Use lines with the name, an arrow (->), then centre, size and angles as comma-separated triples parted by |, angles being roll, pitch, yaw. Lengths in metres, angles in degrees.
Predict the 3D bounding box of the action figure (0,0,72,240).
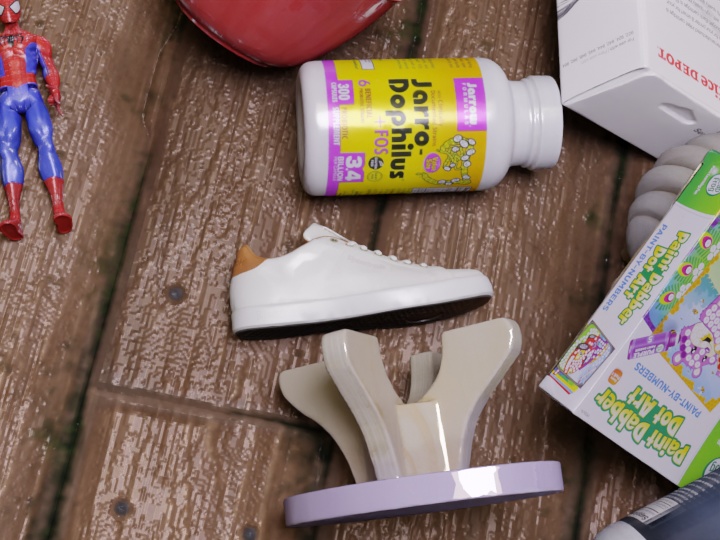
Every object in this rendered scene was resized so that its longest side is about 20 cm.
action figure -> -0.264, -0.127, 0.948 | 0.065, 0.052, 0.201 | -11, 70, -6

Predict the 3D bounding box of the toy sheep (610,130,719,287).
toy sheep -> 0.267, -0.037, 0.925 | 0.200, 0.138, 0.138 | -42, 80, -17

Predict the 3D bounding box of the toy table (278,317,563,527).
toy table -> 0.034, 0.108, 0.838 | 0.199, 0.184, 0.118 | -11, 75, 14

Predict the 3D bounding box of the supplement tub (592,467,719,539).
supplement tub -> 0.242, 0.213, 0.813 | 0.199, 0.140, 0.141 | -26, 76, -8

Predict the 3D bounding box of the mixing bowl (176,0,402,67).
mixing bowl -> -0.076, -0.230, 0.943 | 0.200, 0.200, 0.109 | 41, 108, 8

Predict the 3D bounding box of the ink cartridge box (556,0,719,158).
ink cartridge box -> 0.230, -0.208, 0.968 | 0.145, 0.084, 0.201 | 20, 63, -39

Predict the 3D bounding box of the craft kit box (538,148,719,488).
craft kit box -> 0.248, 0.050, 0.848 | 0.200, 0.049, 0.198 | 34, 95, -36

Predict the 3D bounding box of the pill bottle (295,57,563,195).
pill bottle -> 0.052, -0.113, 0.943 | 0.199, 0.104, 0.105 | -3, 72, -7

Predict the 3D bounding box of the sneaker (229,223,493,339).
sneaker -> 0.000, 0.000, 0.916 | 0.199, 0.073, 0.085 | -4, 74, -6
